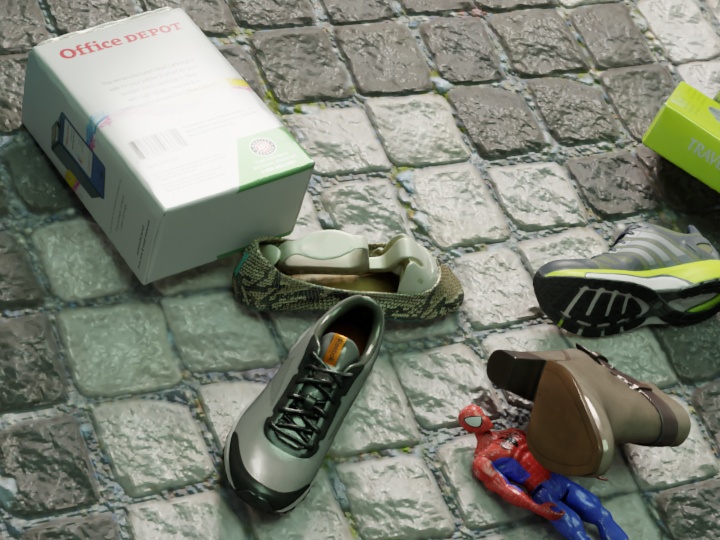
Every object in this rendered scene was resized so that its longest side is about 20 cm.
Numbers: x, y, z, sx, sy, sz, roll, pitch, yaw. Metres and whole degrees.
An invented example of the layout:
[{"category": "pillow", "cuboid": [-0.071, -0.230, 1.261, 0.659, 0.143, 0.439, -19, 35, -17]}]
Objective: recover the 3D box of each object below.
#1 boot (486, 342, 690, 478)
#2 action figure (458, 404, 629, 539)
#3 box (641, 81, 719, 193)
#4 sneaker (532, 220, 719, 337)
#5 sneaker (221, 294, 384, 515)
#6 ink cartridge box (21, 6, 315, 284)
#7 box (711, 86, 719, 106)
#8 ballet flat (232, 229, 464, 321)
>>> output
[{"category": "boot", "cuboid": [0.188, 0.110, 1.418, 0.145, 0.071, 0.200, 15, 18, -27]}, {"category": "action figure", "cuboid": [0.152, 0.172, 1.421, 0.200, 0.052, 0.065, 39, 54, 13]}, {"category": "box", "cuboid": [0.351, -0.088, 1.666, 0.199, 0.048, 0.122, 34, 21, 5]}, {"category": "sneaker", "cuboid": [0.224, 0.003, 1.569, 0.199, 0.074, 0.081, -1, 48, -31]}, {"category": "sneaker", "cuboid": [-0.040, 0.093, 1.381, 0.074, 0.079, 0.201, 30, 51, -1]}, {"category": "ink cartridge box", "cuboid": [-0.154, -0.102, 1.463, 0.145, 0.088, 0.200, -21, 58, -34]}, {"category": "box", "cuboid": [0.445, -0.159, 1.747, 0.199, 0.107, 0.152, 33, 50, 4]}, {"category": "ballet flat", "cuboid": [0.000, 0.000, 1.468, 0.199, 0.075, 0.068, 3, 51, -21]}]
